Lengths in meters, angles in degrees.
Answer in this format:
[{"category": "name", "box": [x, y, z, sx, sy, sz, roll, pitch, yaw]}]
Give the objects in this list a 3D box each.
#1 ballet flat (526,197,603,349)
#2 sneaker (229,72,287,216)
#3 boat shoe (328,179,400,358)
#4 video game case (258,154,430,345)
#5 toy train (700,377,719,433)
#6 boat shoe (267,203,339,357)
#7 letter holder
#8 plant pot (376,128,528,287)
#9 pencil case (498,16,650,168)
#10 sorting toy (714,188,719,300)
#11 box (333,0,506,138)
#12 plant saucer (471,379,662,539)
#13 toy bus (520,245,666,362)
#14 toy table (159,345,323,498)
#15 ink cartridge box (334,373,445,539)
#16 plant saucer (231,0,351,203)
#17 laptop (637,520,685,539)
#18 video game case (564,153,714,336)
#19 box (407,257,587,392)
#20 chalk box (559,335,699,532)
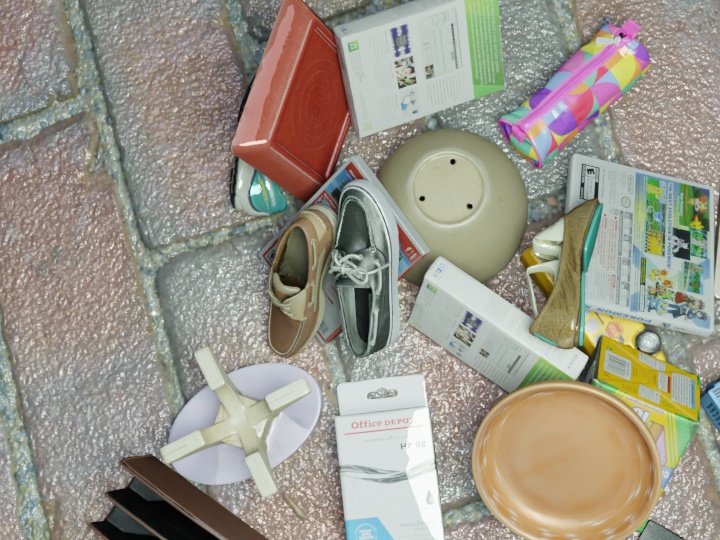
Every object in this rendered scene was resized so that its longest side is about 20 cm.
[{"category": "ballet flat", "box": [0.220, -0.003, 1.220, 0.072, 0.068, 0.201, 8, 58, 13]}, {"category": "sneaker", "box": [-0.116, -0.167, 1.388, 0.079, 0.077, 0.201, 7, 86, -14]}, {"category": "boat shoe", "box": [-0.002, 0.000, 1.255, 0.073, 0.068, 0.200, 9, 109, 33]}, {"category": "video game case", "box": [-0.024, -0.021, 1.317, 0.200, 0.017, 0.143, -43, 78, 36]}, {"category": "toy train", "box": [0.497, 0.142, 1.282, 0.199, 0.087, 0.115, -31, 75, -1]}, {"category": "boat shoe", "box": [-0.081, 0.016, 1.311, 0.076, 0.072, 0.201, 26, 117, 24]}, {"category": "letter holder", "box": [-0.208, 0.311, 1.276, 0.200, 0.142, 0.101, 34, 85, 8]}, {"category": "plant pot", "box": [0.105, -0.083, 1.318, 0.199, 0.134, 0.201, -1, 81, 3]}, {"category": "pencil case", "box": [0.262, -0.217, 1.353, 0.200, 0.088, 0.088, -44, 81, -2]}, {"category": "sorting toy", "box": [0.532, -0.055, 1.315, 0.199, 0.070, 0.200, 7, 82, 5]}, {"category": "box", "box": [0.075, -0.254, 1.332, 0.199, 0.145, 0.036, -19, 43, -8]}, {"category": "plant saucer", "box": [0.219, 0.205, 1.182, 0.199, 0.037, 0.201, 6, 112, 15]}, {"category": "toy bus", "box": [0.278, 0.044, 1.320, 0.078, 0.065, 0.200, -33, 80, -1]}, {"category": "toy table", "box": [-0.141, 0.180, 1.305, 0.200, 0.117, 0.184, -38, 81, -3]}, {"category": "ink cartridge box", "box": [0.032, 0.225, 1.310, 0.115, 0.067, 0.201, -7, 81, 4]}, {"category": "plant saucer", "box": [-0.060, -0.197, 1.313, 0.037, 0.200, 0.201, 16, 82, 26]}, {"category": "laptop", "box": [0.361, 0.414, 1.240, 0.177, 0.103, 0.201, 30, 85, 7]}, {"category": "video game case", "box": [0.327, -0.032, 1.302, 0.181, 0.022, 0.201, 13, 61, -4]}, {"category": "box", "box": [0.153, 0.078, 1.277, 0.200, 0.144, 0.036, 36, 68, 9]}, {"category": "chalk box", "box": [0.285, 0.201, 1.250, 0.123, 0.124, 0.201, 22, 116, 7]}]
